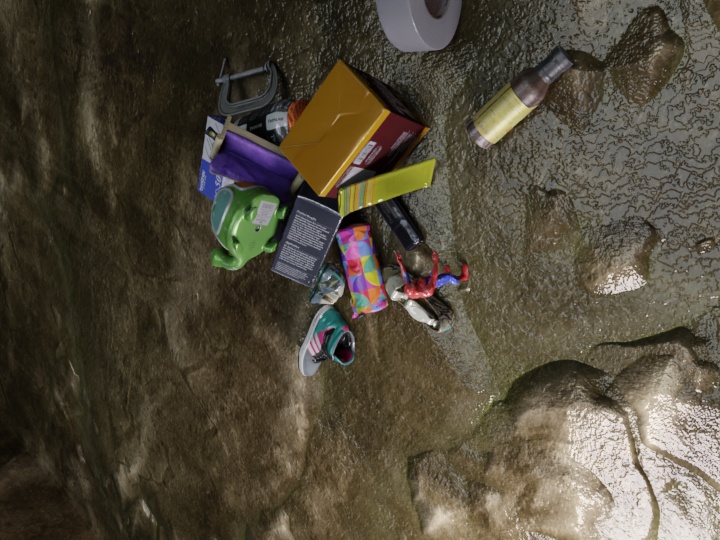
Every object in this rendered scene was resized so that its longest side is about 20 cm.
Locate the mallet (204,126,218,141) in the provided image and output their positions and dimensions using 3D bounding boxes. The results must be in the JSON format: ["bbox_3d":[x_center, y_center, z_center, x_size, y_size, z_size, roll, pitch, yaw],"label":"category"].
[{"bbox_3d":[-0.251,-0.249,1.239,0.066,0.041,0.200,-42,108,-1],"label":"mallet"}]

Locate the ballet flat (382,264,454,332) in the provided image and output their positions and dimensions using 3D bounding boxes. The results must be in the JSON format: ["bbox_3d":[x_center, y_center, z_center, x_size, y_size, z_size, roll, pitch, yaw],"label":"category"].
[{"bbox_3d":[0.107,0.058,1.168,0.199,0.075,0.069,40,126,22],"label":"ballet flat"}]

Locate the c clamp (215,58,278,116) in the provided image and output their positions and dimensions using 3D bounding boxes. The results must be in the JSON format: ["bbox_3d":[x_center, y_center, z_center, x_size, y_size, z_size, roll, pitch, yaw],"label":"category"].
[{"bbox_3d":[-0.268,-0.442,1.314,0.196,0.027,0.175,1,71,28],"label":"c clamp"}]

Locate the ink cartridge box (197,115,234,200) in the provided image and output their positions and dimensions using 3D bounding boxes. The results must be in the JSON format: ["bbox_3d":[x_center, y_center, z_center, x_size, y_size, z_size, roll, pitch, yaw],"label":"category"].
[{"bbox_3d":[-0.364,-0.285,1.451,0.093,0.044,0.203,31,119,28],"label":"ink cartridge box"}]

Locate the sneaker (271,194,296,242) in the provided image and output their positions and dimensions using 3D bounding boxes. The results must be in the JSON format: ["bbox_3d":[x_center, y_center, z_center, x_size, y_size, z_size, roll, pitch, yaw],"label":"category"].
[{"bbox_3d":[-0.188,-0.139,1.282,0.077,0.202,0.099,34,122,-26],"label":"sneaker"}]

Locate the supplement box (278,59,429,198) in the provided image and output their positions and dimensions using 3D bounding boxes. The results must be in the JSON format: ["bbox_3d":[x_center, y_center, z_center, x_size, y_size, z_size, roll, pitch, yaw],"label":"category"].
[{"bbox_3d":[-0.007,-0.254,1.070,0.133,0.199,0.198,49,114,18],"label":"supplement box"}]

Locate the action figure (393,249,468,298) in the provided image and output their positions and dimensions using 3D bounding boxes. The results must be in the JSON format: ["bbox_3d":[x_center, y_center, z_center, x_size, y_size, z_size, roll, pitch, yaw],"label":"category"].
[{"bbox_3d":[0.131,-0.006,1.054,0.064,0.199,0.101,-10,97,36],"label":"action figure"}]

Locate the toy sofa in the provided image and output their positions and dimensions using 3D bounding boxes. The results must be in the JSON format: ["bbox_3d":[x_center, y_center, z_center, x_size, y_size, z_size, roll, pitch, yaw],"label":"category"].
[{"bbox_3d":[-0.214,-0.227,1.184,0.083,0.197,0.099,-35,36,59],"label":"toy sofa"}]

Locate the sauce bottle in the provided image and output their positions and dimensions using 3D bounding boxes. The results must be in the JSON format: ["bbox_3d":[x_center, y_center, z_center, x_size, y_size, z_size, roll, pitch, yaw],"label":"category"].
[{"bbox_3d":[0.270,-0.294,0.959,0.199,0.064,0.065,-39,78,38],"label":"sauce bottle"}]

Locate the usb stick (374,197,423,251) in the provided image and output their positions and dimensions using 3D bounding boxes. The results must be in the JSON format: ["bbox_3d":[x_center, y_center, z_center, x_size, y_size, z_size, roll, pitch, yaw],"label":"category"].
[{"bbox_3d":[0.063,-0.132,1.179,0.202,0.032,0.055,57,134,11],"label":"usb stick"}]

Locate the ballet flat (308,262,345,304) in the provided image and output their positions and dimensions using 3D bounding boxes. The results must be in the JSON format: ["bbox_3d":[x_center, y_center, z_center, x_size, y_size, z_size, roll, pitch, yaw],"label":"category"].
[{"bbox_3d":[-0.074,0.044,1.273,0.075,0.073,0.200,59,163,8],"label":"ballet flat"}]

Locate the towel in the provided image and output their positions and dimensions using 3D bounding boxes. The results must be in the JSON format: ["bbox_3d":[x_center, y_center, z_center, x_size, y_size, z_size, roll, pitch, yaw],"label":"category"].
[{"bbox_3d":[0.050,-0.158,1.075,0.086,0.196,0.018,94,154,-66],"label":"towel"}]

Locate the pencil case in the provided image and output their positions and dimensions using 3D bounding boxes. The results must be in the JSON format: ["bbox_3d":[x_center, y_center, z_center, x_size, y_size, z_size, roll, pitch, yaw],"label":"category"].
[{"bbox_3d":[0.000,0.000,1.228,0.087,0.088,0.205,-8,95,37],"label":"pencil case"}]

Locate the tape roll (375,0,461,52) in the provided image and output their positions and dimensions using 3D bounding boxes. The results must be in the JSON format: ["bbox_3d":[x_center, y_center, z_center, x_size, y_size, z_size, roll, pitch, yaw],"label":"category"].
[{"bbox_3d":[0.102,-0.480,0.950,0.065,0.199,0.205,9,108,34],"label":"tape roll"}]

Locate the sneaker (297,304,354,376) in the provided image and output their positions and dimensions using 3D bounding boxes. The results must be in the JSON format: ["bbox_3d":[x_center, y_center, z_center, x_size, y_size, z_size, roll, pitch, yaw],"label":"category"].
[{"bbox_3d":[-0.074,0.196,1.342,0.120,0.083,0.203,39,121,33],"label":"sneaker"}]

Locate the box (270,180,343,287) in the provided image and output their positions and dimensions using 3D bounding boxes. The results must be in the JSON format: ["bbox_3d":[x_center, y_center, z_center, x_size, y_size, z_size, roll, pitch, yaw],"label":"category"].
[{"bbox_3d":[-0.105,-0.095,1.219,0.103,0.149,0.202,22,122,-6],"label":"box"}]

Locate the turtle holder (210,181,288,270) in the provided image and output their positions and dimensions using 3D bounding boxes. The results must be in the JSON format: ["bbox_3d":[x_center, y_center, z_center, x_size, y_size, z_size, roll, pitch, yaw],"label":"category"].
[{"bbox_3d":[-0.242,-0.096,1.167,0.131,0.140,0.188,35,135,27],"label":"turtle holder"}]

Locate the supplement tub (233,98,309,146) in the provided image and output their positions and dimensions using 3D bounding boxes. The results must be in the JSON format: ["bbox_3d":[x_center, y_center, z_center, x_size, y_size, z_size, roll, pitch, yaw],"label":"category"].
[{"bbox_3d":[-0.188,-0.308,1.263,0.197,0.122,0.125,-8,97,38],"label":"supplement tub"}]
